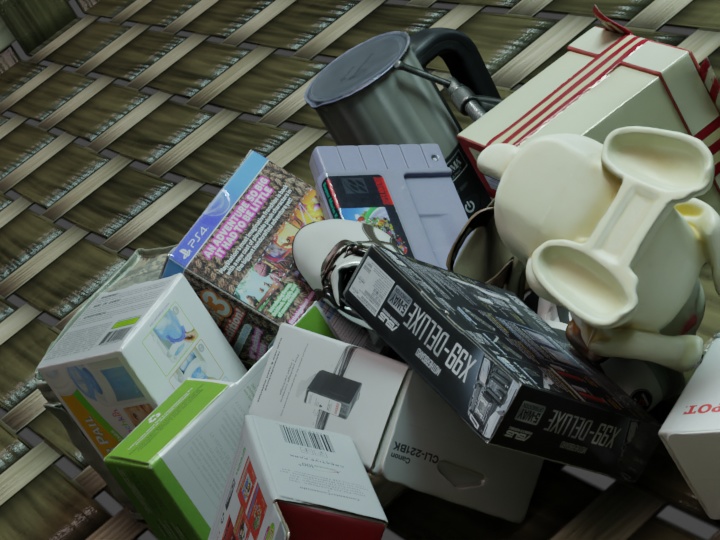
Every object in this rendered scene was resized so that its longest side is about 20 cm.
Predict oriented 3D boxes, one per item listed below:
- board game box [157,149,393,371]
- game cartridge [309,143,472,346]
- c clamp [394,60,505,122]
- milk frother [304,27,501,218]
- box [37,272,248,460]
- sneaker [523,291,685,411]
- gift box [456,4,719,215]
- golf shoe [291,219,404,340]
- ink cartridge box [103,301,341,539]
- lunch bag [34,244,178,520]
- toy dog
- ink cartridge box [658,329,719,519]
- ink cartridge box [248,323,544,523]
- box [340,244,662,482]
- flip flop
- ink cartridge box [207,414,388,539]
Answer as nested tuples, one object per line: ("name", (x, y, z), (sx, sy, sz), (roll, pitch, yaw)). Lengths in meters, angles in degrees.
("board game box", (-0.059, 0.021, 1.715), (0.160, 0.199, 0.097), (-55, -6, -43))
("game cartridge", (0.039, -0.026, 1.709), (0.039, 0.128, 0.201), (-58, 42, 44))
("c clamp", (0.139, -0.117, 1.796), (0.200, 0.170, 0.027), (49, 120, 41))
("milk frother", (0.027, -0.131, 1.937), (0.199, 0.189, 0.181), (-8, 32, 44))
("box", (-0.157, 0.119, 1.666), (0.112, 0.201, 0.102), (-13, 29, 41))
("sneaker", (0.157, 0.069, 1.525), (0.088, 0.074, 0.200), (-36, 23, -12))
("gift box", (0.212, -0.099, 1.637), (0.186, 0.201, 0.184), (-36, 29, -11))
("golf shoe", (0.000, 0.000, 1.589), (0.199, 0.094, 0.078), (33, 89, 43))
("ink cartridge box", (-0.082, 0.143, 1.593), (0.200, 0.148, 0.075), (-45, 25, -28))
("lunch bag", (-0.192, 0.101, 1.789), (0.117, 0.165, 0.200), (-7, 33, 46))
("toy dog", (0.172, -0.001, 1.378), (0.192, 0.200, 0.141), (18, 74, 30))
("ink cartridge box", (0.309, 0.068, 1.320), (0.145, 0.085, 0.200), (-8, 34, 45))
("ink cartridge box", (0.029, 0.112, 1.494), (0.199, 0.143, 0.085), (17, 86, 59))
("box", (0.100, 0.064, 1.411), (0.200, 0.157, 0.050), (43, 108, 46))
("flip flop", (0.100, -0.009, 1.569), (0.057, 0.082, 0.200), (-11, -28, -26))
("ink cartridge box", (-0.056, 0.229, 1.336), (0.176, 0.083, 0.202), (-118, 44, -66))
